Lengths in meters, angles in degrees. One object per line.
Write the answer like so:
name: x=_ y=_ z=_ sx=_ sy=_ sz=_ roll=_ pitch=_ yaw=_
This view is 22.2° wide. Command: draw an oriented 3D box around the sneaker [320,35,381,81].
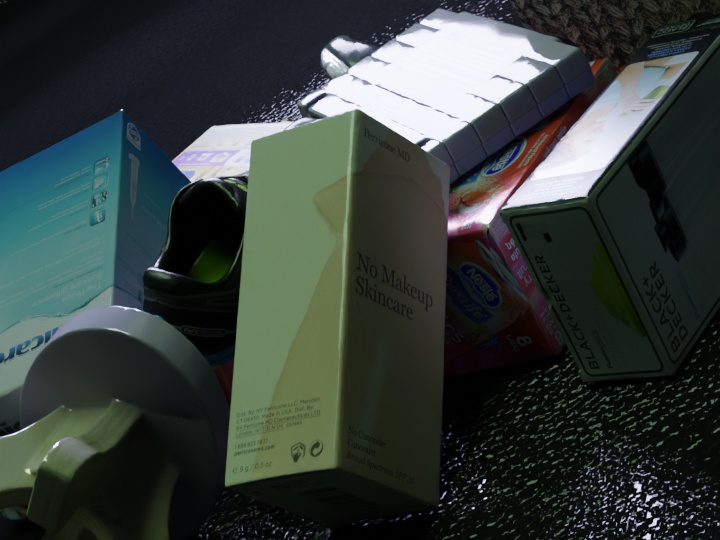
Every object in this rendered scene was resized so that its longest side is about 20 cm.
sneaker: x=0.054 y=-0.120 z=1.282 sx=0.085 sy=0.074 sz=0.200 roll=-49 pitch=54 yaw=-4

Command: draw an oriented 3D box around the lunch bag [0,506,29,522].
lunch bag: x=-0.168 y=0.084 z=1.244 sx=0.199 sy=0.076 sz=0.160 roll=-22 pitch=20 yaw=19

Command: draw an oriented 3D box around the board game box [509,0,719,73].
board game box: x=0.192 y=-0.178 z=1.167 sx=0.159 sy=0.200 sz=0.097 roll=-10 pitch=29 yaw=45

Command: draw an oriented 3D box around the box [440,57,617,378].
box: x=0.096 y=-0.033 z=1.112 sx=0.099 sy=0.096 sz=0.200 roll=-14 pitch=26 yaw=38

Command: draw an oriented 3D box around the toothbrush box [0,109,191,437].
toothbrush box: x=-0.187 y=0.019 z=1.156 sx=0.146 sy=0.085 sz=0.201 roll=-24 pitch=43 yaw=20

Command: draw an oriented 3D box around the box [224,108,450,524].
box: x=-0.010 y=0.026 z=0.984 sx=0.077 sy=0.095 sz=0.201 roll=-14 pitch=64 yaw=36

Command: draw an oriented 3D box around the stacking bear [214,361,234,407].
stacking bear: x=0.000 y=0.000 z=1.163 sx=0.121 sy=0.114 sz=0.200 roll=-11 pitch=23 yaw=48

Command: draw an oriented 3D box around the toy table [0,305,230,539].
toy table: x=-0.151 y=0.124 z=1.005 sx=0.183 sy=0.201 sz=0.117 roll=21 pitch=46 yaw=14

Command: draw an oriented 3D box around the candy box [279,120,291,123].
candy box: x=-0.107 y=-0.043 z=1.480 sx=0.200 sy=0.055 sz=0.115 roll=-35 pitch=20 yaw=-14

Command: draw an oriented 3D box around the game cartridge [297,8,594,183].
game cartridge: x=0.051 y=-0.111 z=1.159 sx=0.129 sy=0.039 sz=0.200 roll=-31 pitch=24 yaw=-12

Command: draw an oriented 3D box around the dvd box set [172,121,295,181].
dvd box set: x=-0.126 y=-0.036 z=1.301 sx=0.200 sy=0.029 sz=0.146 roll=-45 pitch=27 yaw=-28

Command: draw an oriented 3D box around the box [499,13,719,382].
box: x=0.168 y=-0.043 z=1.011 sx=0.060 sy=0.117 sz=0.200 roll=-6 pitch=30 yaw=43

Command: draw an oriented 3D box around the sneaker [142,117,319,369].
sneaker: x=-0.060 y=-0.027 z=1.044 sx=0.070 sy=0.083 sz=0.200 roll=13 pitch=43 yaw=24
